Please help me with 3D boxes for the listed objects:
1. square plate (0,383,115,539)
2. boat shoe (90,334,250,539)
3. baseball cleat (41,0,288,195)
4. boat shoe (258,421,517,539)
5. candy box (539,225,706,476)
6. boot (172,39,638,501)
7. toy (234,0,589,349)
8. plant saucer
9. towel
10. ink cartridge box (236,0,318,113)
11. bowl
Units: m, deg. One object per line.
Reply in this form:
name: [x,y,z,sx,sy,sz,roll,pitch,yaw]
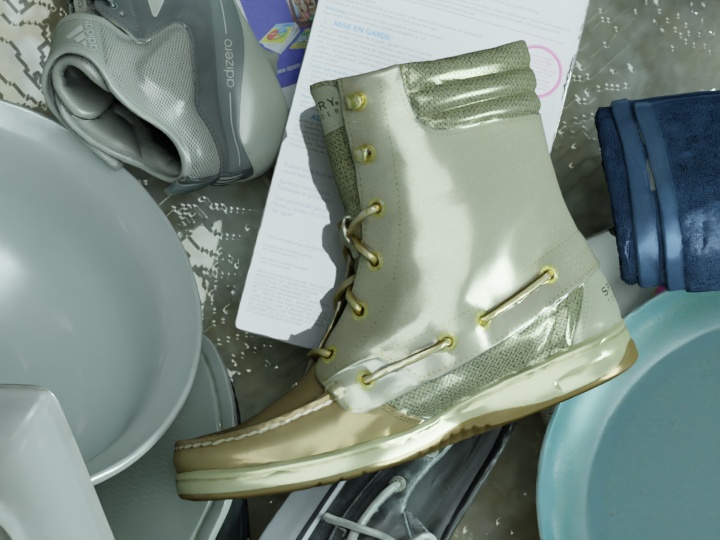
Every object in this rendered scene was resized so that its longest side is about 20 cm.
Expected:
square plate: [-0.182,0.118,0.786,0.198,0.200,0.028,0,44,15]
boat shoe: [-0.081,0.127,0.902,0.076,0.060,0.200,4,81,22]
baseball cleat: [-0.104,-0.124,0.903,0.106,0.070,0.200,-18,70,-45]
boat shoe: [0.007,0.122,0.896,0.068,0.074,0.199,16,54,30]
candy box: [0.183,0.042,0.967,0.200,0.072,0.168,-23,88,-15]
boot: [0.000,0.000,0.850,0.200,0.072,0.155,-19,93,-14]
toy: [0.023,-0.056,0.919,0.115,0.047,0.200,15,83,-8]
plant saucer: [0.172,0.090,0.862,0.200,0.027,0.200,-7,63,14]
towel: [0.204,-0.042,0.895,0.200,0.049,0.112,-5,39,2]
ink cartridge box: [-0.023,-0.146,0.966,0.099,0.039,0.200,-19,88,-14]
bowl: [-0.173,0.028,0.860,0.201,0.090,0.201,15,48,-17]
